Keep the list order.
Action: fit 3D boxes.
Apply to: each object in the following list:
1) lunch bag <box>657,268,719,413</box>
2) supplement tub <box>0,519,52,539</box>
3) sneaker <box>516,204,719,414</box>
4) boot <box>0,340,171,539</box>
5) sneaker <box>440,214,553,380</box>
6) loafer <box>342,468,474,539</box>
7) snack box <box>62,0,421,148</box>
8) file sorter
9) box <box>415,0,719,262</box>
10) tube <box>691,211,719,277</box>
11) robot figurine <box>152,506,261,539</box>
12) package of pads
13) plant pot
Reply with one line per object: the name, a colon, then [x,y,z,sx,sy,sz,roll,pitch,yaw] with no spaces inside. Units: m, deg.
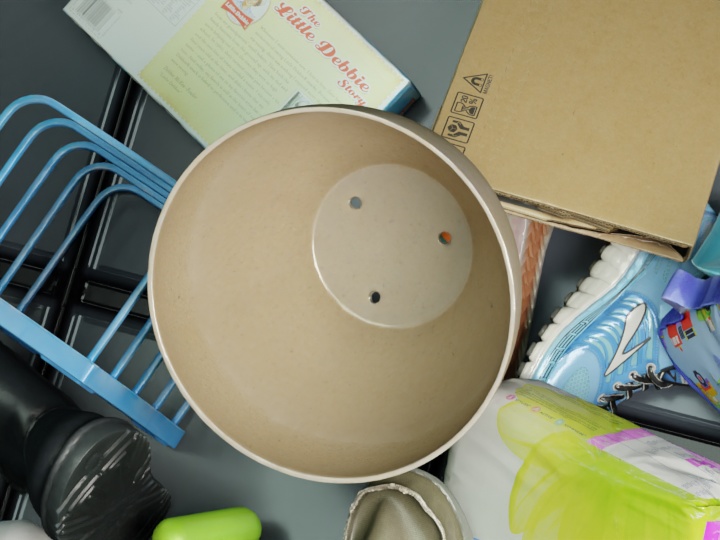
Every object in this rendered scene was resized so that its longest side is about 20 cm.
lunch bag: [0.243,0.068,1.481,0.200,0.151,0.094,36,79,-1]
supplement tub: [-0.278,0.216,1.608,0.199,0.132,0.133,-6,78,11]
sneaker: [0.153,0.048,1.576,0.090,0.078,0.200,34,88,13]
boot: [-0.200,0.088,1.583,0.168,0.200,0.077,36,82,14]
sneaker: [0.067,-0.023,1.611,0.080,0.071,0.201,9,75,20]
loafer: [0.017,0.204,1.469,0.075,0.070,0.201,-2,85,27]
snack box: [-0.073,-0.134,1.681,0.116,0.037,0.200,-46,73,1]
file sorter: [-0.152,-0.001,1.589,0.139,0.200,0.123,33,85,16]
box: [0.137,-0.107,1.589,0.163,0.021,0.201,16,56,8]
tube: [0.283,0.027,1.549,0.199,0.077,0.051,29,120,7]
robot figurine: [-0.075,0.225,1.568,0.199,0.116,0.176,-8,89,11]
package of pads: [0.120,0.154,1.471,0.200,0.068,0.155,24,109,46]
plant pot: [0.000,0.000,1.491,0.199,0.134,0.201,3,103,15]
